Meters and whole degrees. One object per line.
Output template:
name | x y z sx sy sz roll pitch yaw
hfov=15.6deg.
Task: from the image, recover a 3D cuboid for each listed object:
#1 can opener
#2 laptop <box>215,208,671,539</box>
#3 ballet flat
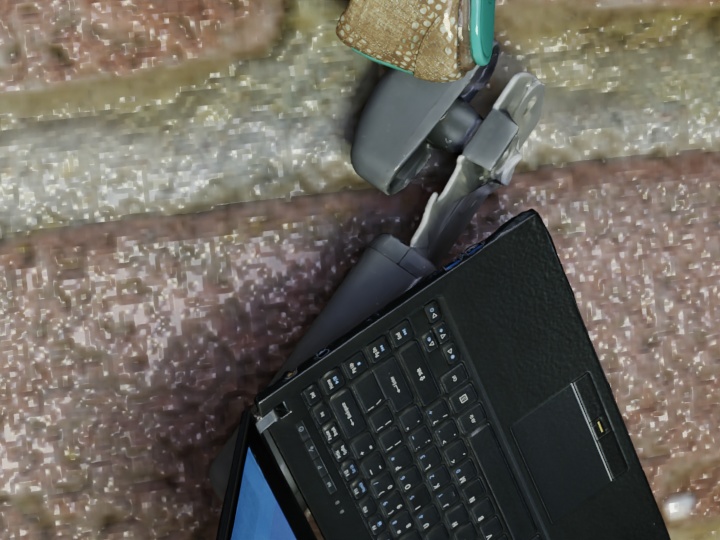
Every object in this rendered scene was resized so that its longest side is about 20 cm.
can opener | 0.000 0.000 0.984 0.067 0.053 0.201 34 83 16
laptop | 0.034 0.114 0.938 0.199 0.103 0.178 -34 126 -13
ballet flat | 0.021 -0.171 0.961 0.065 0.071 0.202 4 82 10
